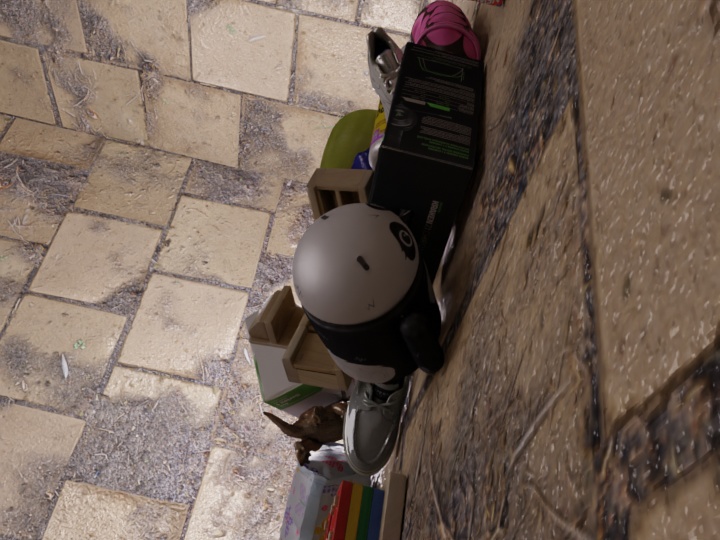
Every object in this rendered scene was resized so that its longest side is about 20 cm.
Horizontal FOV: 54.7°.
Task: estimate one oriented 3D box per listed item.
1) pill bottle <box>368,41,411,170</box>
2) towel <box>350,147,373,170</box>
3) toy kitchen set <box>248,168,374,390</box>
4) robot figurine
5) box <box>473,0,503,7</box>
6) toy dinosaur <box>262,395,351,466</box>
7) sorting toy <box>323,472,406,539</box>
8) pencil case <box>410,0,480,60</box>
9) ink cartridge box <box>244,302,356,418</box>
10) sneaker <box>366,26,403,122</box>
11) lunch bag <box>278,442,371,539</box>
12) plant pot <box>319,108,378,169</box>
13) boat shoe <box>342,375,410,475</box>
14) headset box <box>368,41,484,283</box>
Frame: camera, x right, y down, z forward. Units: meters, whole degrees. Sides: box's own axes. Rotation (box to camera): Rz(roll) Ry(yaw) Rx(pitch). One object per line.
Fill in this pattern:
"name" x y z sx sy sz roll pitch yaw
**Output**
"pill bottle" 0.076 -0.237 1.031 0.105 0.102 0.204 106 175 -65
"towel" 0.036 -0.083 1.100 0.148 0.049 0.204 155 100 -83
"toy kitchen set" -0.072 0.006 0.863 0.202 0.160 0.183 -65 -28 -43
"robot figurine" 0.011 0.026 0.664 0.201 0.147 0.127 65 -147 -50
"box" 0.072 -0.398 0.687 0.123 0.196 0.195 -81 3 -47
"toy dinosaur" -0.044 0.219 0.999 0.135 0.196 0.088 -162 71 -77
"sorting toy" -0.013 0.337 0.738 0.201 0.068 0.202 105 176 -57
"pencil case" 0.099 -0.274 0.863 0.093 0.091 0.201 -39 16 21
"ink cartridge box" -0.082 0.151 1.087 0.200 0.083 0.148 45 -158 -54
"sneaker" 0.049 -0.240 0.929 0.202 0.074 0.087 64 -174 32
"lunch bag" -0.051 0.352 0.997 0.200 0.125 0.173 17 -95 -81
"plant pot" -0.003 -0.166 1.275 0.201 0.184 0.190 -64 -10 -52
"boat shoe" 0.023 0.140 0.834 0.072 0.069 0.205 88 -164 -73
"headset box" 0.062 -0.107 0.746 0.176 0.091 0.202 103 180 -49
